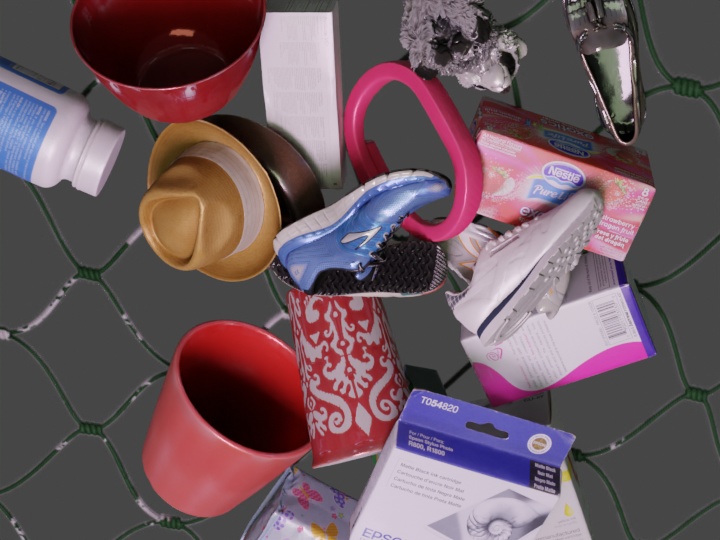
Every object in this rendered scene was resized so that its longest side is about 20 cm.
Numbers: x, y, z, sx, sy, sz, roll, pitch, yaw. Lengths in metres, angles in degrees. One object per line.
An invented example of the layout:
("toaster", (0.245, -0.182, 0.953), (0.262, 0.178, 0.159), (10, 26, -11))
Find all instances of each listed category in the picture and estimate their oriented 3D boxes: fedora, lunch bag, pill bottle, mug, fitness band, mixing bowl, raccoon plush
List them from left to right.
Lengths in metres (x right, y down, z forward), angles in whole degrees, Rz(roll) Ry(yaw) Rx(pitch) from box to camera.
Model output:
("pill bottle", (-0.365, -0.159, 1.352), (0.198, 0.113, 0.113), (25, 119, -6))
("mixing bowl", (-0.190, -0.226, 1.270), (0.197, 0.202, 0.109), (3, 147, 5))
("fedora", (-0.176, -0.062, 1.317), (0.199, 0.082, 0.203), (20, 128, 28))
("lunch bag", (-0.073, 0.382, 1.611), (0.168, 0.128, 0.201), (30, 124, -8))
("mug", (-0.021, 0.117, 1.428), (0.132, 0.177, 0.203), (-10, 80, -25))
("fitness band", (0.056, -0.125, 1.311), (0.144, 0.037, 0.202), (-42, 70, 41))
("raccoon plush", (0.104, -0.275, 1.275), (0.096, 0.133, 0.203), (-16, 84, 31))

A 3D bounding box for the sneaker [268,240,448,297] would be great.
("sneaker", (0.001, 0.000, 1.351), (0.197, 0.093, 0.071), (3, 82, 9))

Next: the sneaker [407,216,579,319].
("sneaker", (0.137, 0.000, 1.364), (0.198, 0.076, 0.093), (11, 80, 27))

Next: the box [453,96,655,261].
("box", (0.206, -0.100, 1.328), (0.198, 0.100, 0.096), (18, 119, -3))

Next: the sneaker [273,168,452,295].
("sneaker", (0.011, -0.038, 1.267), (0.199, 0.078, 0.090), (-29, 81, 18))

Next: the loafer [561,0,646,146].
("loafer", (0.258, -0.224, 1.275), (0.071, 0.063, 0.202), (-16, 116, 14))

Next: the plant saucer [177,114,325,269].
("plant saucer", (-0.134, -0.078, 1.377), (0.198, 0.035, 0.202), (15, 131, 18))

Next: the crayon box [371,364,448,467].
("crayon box", (0.073, 0.225, 1.461), (0.051, 0.201, 0.127), (12, 122, -25))

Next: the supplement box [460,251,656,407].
("supplement box", (0.223, 0.063, 1.415), (0.198, 0.104, 0.102), (-20, 116, 15))

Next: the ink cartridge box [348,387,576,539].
("ink cartridge box", (0.110, 0.238, 1.338), (0.197, 0.041, 0.202), (16, 120, -11))

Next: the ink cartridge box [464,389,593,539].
("ink cartridge box", (0.194, 0.260, 1.535), (0.143, 0.084, 0.202), (-15, 116, 14))

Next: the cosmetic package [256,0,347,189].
("cosmetic package", (-0.060, -0.189, 1.336), (0.081, 0.051, 0.202), (3, 119, 9))

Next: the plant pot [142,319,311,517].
("plant pot", (-0.167, 0.189, 1.489), (0.199, 0.201, 0.178), (30, 128, -10))

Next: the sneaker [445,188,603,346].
("sneaker", (0.170, -0.016, 1.283), (0.200, 0.076, 0.081), (-49, 63, 13))
